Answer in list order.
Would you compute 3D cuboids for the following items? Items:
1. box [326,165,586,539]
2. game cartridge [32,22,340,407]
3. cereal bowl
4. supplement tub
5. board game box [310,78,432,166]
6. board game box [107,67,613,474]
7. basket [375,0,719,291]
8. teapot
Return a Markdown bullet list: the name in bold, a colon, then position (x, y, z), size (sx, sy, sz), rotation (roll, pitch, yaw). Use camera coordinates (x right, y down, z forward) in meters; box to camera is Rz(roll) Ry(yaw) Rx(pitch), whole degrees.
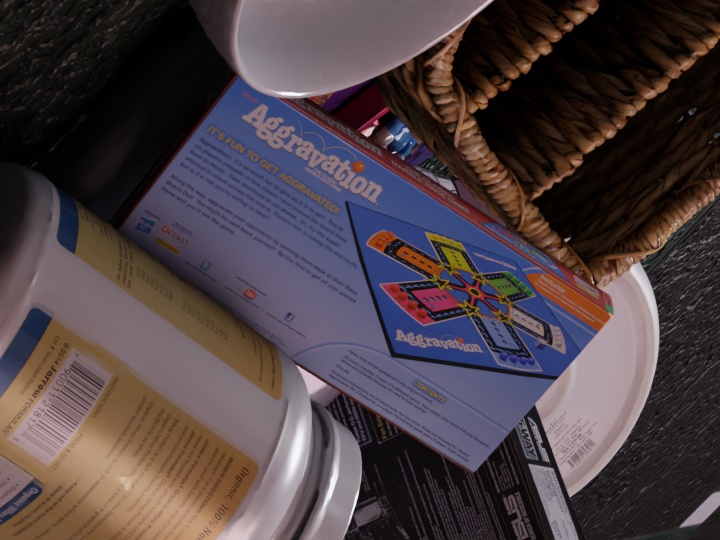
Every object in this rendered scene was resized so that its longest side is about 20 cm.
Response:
- **box**: position (0.002, 0.074, 1.435), size (0.157, 0.200, 0.050), rotation (-27, 162, 22)
- **game cartridge**: position (-0.053, -0.011, 1.336), size (0.133, 0.041, 0.200), rotation (-40, 131, 13)
- **cereal bowl**: position (0.007, -0.166, 1.174), size (0.200, 0.083, 0.200), rotation (-32, 158, -15)
- **supplement tub**: position (-0.112, 0.064, 1.243), size (0.200, 0.145, 0.145), rotation (37, 108, -25)
- **board game box**: position (0.023, -0.075, 1.439), size (0.158, 0.039, 0.200), rotation (-18, 150, -43)
- **board game box**: position (0.000, 0.000, 1.285), size (0.103, 0.200, 0.019), rotation (-49, -161, 23)
- **basket**: position (0.111, -0.120, 1.311), size (0.200, 0.149, 0.143), rotation (-39, 143, -6)
- **teapot**: position (0.051, 0.027, 1.564), size (0.200, 0.146, 0.198), rotation (-5, 116, -28)
